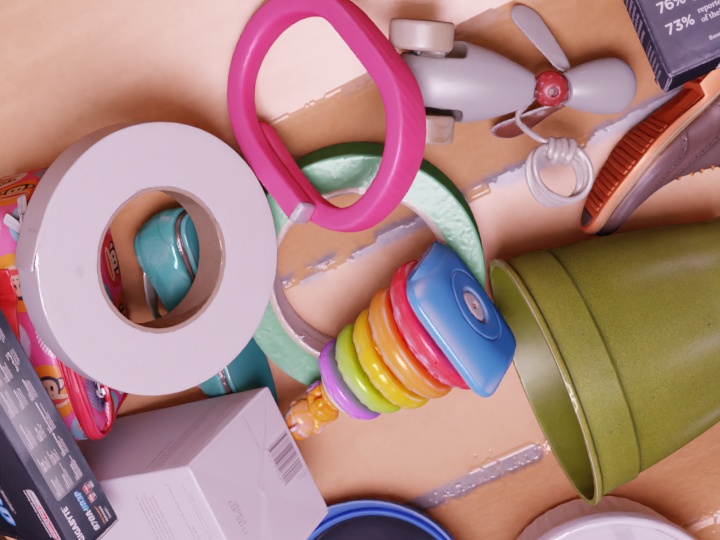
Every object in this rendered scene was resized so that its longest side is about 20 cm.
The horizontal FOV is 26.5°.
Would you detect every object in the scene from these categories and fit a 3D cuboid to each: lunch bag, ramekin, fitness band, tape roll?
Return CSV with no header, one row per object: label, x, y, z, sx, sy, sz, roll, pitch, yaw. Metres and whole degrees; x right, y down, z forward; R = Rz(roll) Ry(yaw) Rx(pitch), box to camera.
lunch bag,-0.240,0.030,1.173,0.081,0.176,0.201,-10,109,9
ramekin,0.204,0.282,1.278,0.201,0.094,0.204,0,103,-1
fitness band,-0.029,-0.120,1.135,0.144,0.037,0.200,-53,55,26
tape roll,-0.154,-0.009,1.124,0.202,0.037,0.205,-5,99,-35
tape roll,0.000,0.000,1.226,0.199,0.048,0.202,0,108,1

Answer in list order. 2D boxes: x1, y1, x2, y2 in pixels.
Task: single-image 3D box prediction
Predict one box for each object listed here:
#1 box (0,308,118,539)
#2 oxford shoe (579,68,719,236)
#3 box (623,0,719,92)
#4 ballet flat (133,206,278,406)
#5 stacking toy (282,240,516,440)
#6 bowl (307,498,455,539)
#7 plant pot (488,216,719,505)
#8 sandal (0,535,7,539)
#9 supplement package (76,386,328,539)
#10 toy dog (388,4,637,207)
box,-0.277,0.108,1.111,0.158,0.046,0.201,5,128,44
oxford shoe,0.251,-0.093,1.181,0.073,0.071,0.200,38,104,-14
box,0.245,-0.250,1.087,0.147,0.104,0.201,-22,87,8
ballet flat,-0.129,0.044,1.242,0.070,0.067,0.201,-11,108,30
stacking toy,0.012,0.075,1.184,0.199,0.116,0.110,-34,98,25
bowl,0.011,0.292,1.284,0.199,0.039,0.202,-1,87,15
plant pot,0.225,0.049,1.176,0.192,0.200,0.202,-22,106,-5
sandal,-0.376,0.199,1.281,0.069,0.078,0.212,-34,109,5
supplement package,-0.151,0.185,1.211,0.199,0.120,0.122,-14,109,35
toy dog,0.100,-0.142,1.172,0.199,0.096,0.133,21,99,-19
